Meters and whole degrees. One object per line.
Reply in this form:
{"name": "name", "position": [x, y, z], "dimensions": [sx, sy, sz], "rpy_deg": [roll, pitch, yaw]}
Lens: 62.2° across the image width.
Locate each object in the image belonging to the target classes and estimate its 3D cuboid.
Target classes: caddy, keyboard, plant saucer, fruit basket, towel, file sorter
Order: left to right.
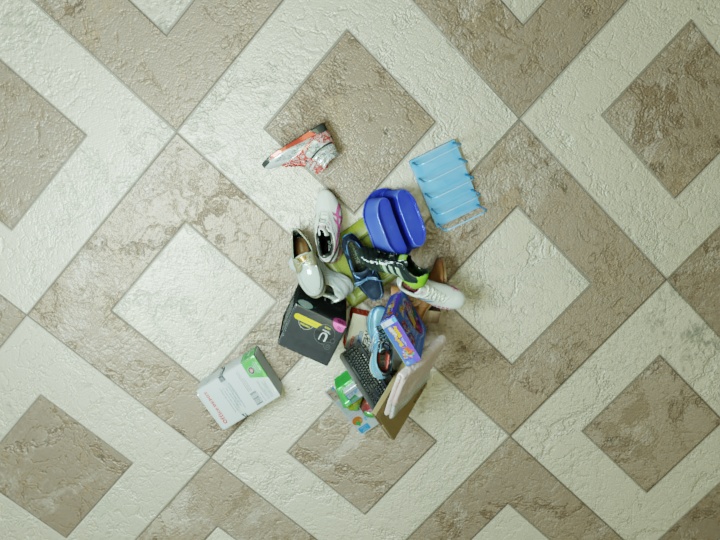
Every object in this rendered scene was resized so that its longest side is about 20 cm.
{"name": "plant saucer", "position": [0.005, -0.022, 1.667], "dimensions": [0.199, 0.048, 0.201], "rpy_deg": [-34, 104, 5]}
{"name": "fruit basket", "position": [0.021, 0.371, 1.743], "dimensions": [0.184, 0.094, 0.201], "rpy_deg": [-35, 107, 4]}
{"name": "keyboard", "position": [0.037, 0.284, 1.675], "dimensions": [0.126, 0.021, 0.202], "rpy_deg": [-36, 102, -19]}
{"name": "caddy", "position": [0.088, -0.126, 1.616], "dimensions": [0.140, 0.105, 0.203], "rpy_deg": [-25, 100, -25]}
{"name": "towel", "position": [0.148, 0.286, 1.611], "dimensions": [0.032, 0.199, 0.193], "rpy_deg": [34, 135, 22]}
{"name": "file sorter", "position": [0.237, -0.225, 1.597], "dimensions": [0.137, 0.123, 0.202], "rpy_deg": [-25, 105, 3]}

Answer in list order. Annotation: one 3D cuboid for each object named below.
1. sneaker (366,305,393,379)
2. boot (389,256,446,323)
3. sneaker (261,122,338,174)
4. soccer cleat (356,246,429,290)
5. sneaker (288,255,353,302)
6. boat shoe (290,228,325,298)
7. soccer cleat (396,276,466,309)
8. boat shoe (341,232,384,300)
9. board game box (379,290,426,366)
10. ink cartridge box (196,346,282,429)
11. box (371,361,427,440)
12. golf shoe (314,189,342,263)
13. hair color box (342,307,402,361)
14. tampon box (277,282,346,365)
{"name": "sneaker", "position": [0.065, 0.196, 1.628], "dimensions": [0.077, 0.090, 0.204], "rpy_deg": [-4, 87, -13]}
{"name": "boot", "position": [0.160, 0.051, 1.692], "dimensions": [0.152, 0.077, 0.203], "rpy_deg": [9, 110, -2]}
{"name": "sneaker", "position": [-0.155, -0.292, 1.579], "dimensions": [0.200, 0.067, 0.109], "rpy_deg": [-31, 102, 1]}
{"name": "soccer cleat", "position": [0.086, -0.021, 1.544], "dimensions": [0.197, 0.068, 0.082], "rpy_deg": [25, 141, 2]}
{"name": "sneaker", "position": [-0.117, 0.018, 1.629], "dimensions": [0.198, 0.080, 0.071], "rpy_deg": [28, 125, 11]}
{"name": "boat shoe", "position": [-0.149, -0.021, 1.585], "dimensions": [0.074, 0.069, 0.202], "rpy_deg": [-24, 61, 2]}
{"name": "soccer cleat", "position": [0.189, 0.062, 1.611], "dimensions": [0.197, 0.086, 0.071], "rpy_deg": [19, 98, 5]}
{"name": "boat shoe", "position": [0.000, 0.000, 1.612], "dimensions": [0.083, 0.069, 0.201], "rpy_deg": [-32, 104, 4]}
{"name": "board game box", "position": [0.117, 0.147, 1.579], "dimensions": [0.044, 0.200, 0.136], "rpy_deg": [-29, 99, 18]}
{"name": "ink cartridge box", "position": [-0.346, 0.336, 1.710], "dimensions": [0.198, 0.084, 0.147], "rpy_deg": [-30, 104, 4]}
{"name": "box", "position": [0.114, 0.360, 1.694], "dimensions": [0.201, 0.021, 0.164], "rpy_deg": [-54, 140, -23]}
{"name": "golf shoe", "position": [-0.087, -0.122, 1.594], "dimensions": [0.071, 0.092, 0.204], "rpy_deg": [-7, 84, 9]}
{"name": "hair color box", "position": [0.057, 0.185, 1.715], "dimensions": [0.196, 0.064, 0.113], "rpy_deg": [12, 102, -8]}
{"name": "tampon box", "position": [-0.127, 0.134, 1.613], "dimensions": [0.148, 0.200, 0.128], "rpy_deg": [24, 106, -10]}
